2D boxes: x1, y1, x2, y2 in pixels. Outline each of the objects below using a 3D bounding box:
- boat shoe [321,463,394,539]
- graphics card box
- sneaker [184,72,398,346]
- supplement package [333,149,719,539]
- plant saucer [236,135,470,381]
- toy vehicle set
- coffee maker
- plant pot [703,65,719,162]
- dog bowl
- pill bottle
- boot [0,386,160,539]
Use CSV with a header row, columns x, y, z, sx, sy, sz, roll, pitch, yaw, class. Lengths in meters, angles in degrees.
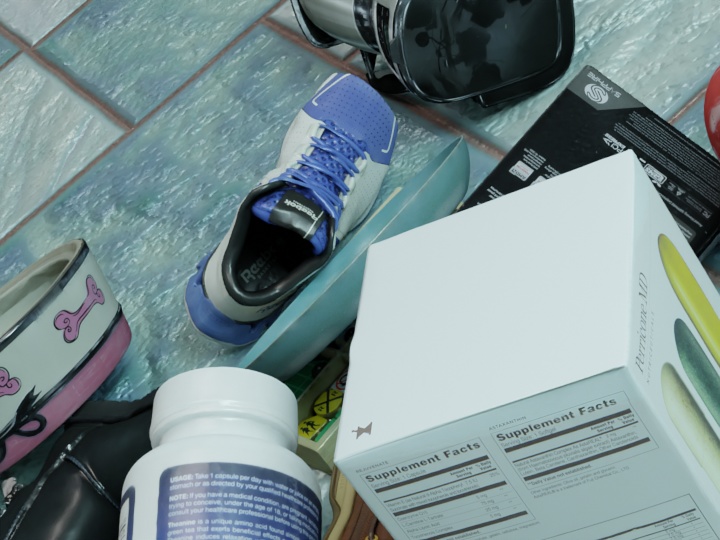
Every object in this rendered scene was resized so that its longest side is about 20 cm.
x,y,z,sx,sy,sz,roll,pitch,yaw,class
0.020,0.158,1.151,0.067,0.072,0.201,-20,36,22,boat shoe
0.115,-0.008,1.234,0.125,0.051,0.200,37,73,14,graphics card box
-0.033,-0.042,1.415,0.200,0.080,0.115,-56,7,-18,sneaker
0.107,0.081,1.048,0.150,0.200,0.152,-20,36,24,supplement package
0.000,0.000,1.293,0.200,0.027,0.200,-46,3,3,plant saucer
0.006,0.035,1.365,0.200,0.027,0.124,-49,34,-19,toy vehicle set
0.067,-0.210,1.521,0.192,0.135,0.200,-40,33,-8,coffee maker
0.290,-0.111,1.137,0.200,0.200,0.183,5,59,46,plant pot
-0.240,0.071,1.463,0.200,0.074,0.200,-38,13,11,dog bowl
-0.076,0.159,1.162,0.111,0.111,0.201,-18,53,26,pill bottle
-0.163,0.154,1.330,0.198,0.073,0.163,-7,39,48,boot
